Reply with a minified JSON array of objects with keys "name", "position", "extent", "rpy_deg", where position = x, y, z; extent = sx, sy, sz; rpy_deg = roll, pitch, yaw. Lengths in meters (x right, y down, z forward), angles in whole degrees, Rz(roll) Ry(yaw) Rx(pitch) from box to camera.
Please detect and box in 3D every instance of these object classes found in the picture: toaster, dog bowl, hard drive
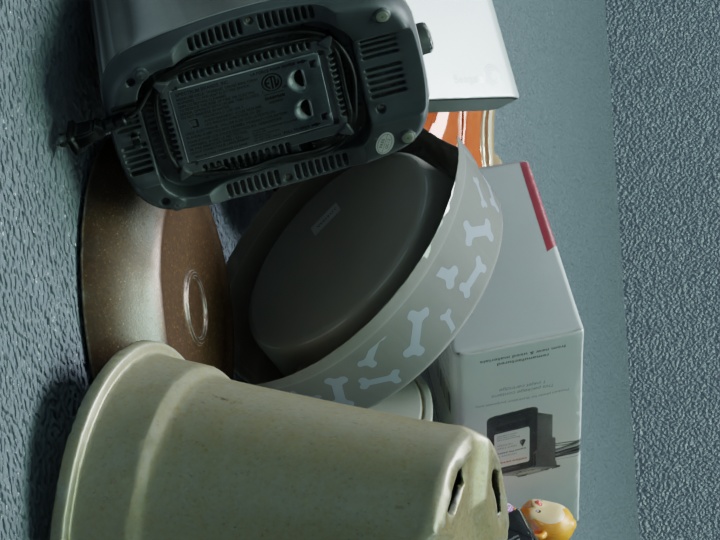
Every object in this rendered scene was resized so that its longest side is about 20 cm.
[{"name":"toaster","position":[-0.066,-0.116,1.423],"extent":[0.129,0.199,0.114],"rpy_deg":[-108,-177,-52]},{"name":"dog bowl","position":[0.000,0.000,1.575],"extent":[0.059,0.200,0.201],"rpy_deg":[42,34,-28]},{"name":"hard drive","position":[0.018,-0.191,1.582],"extent":[0.132,0.026,0.201],"rpy_deg":[-5,76,-45]}]

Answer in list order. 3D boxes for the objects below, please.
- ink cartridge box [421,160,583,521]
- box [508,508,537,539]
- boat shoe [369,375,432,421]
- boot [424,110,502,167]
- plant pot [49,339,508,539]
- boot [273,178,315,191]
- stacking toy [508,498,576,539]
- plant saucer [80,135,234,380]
[{"name":"ink cartridge box","position":[0.083,0.054,1.691],"extent":[0.200,0.083,0.146],"rpy_deg":[86,-9,-50]},{"name":"box","position":[0.030,0.229,1.610],"extent":[0.049,0.199,0.161],"rpy_deg":[63,0,31]},{"name":"boat shoe","position":[-0.013,0.086,1.634],"extent":[0.200,0.075,0.062],"rpy_deg":[29,-55,56]},{"name":"boot","position":[0.039,-0.110,1.742],"extent":[0.107,0.075,0.201],"rpy_deg":[-6,89,-56]},{"name":"plant pot","position":[-0.030,0.140,1.336],"extent":[0.200,0.183,0.202],"rpy_deg":[3,90,-70]},{"name":"boot","position":[-0.010,-0.151,1.681],"extent":[0.079,0.158,0.212],"rpy_deg":[33,-32,47]},{"name":"stacking toy","position":[0.032,0.161,1.644],"extent":[0.116,0.199,0.110],"rpy_deg":[-61,144,-71]},{"name":"plant saucer","position":[-0.105,0.022,1.476],"extent":[0.200,0.036,0.201],"rpy_deg":[-7,90,-78]}]
